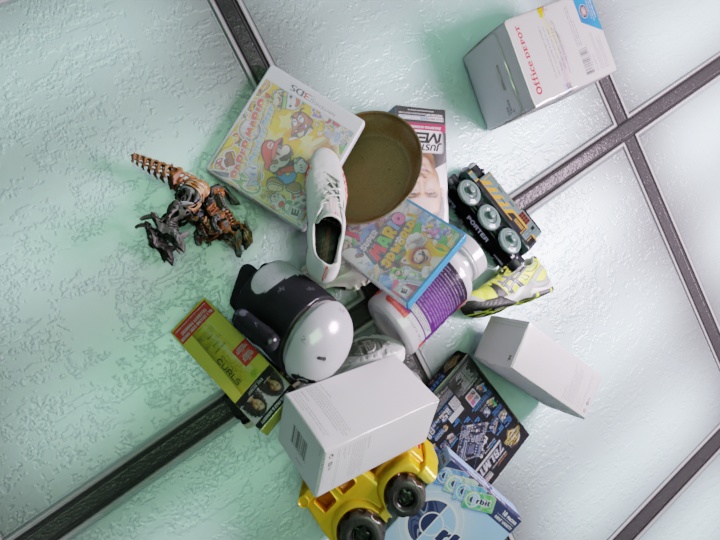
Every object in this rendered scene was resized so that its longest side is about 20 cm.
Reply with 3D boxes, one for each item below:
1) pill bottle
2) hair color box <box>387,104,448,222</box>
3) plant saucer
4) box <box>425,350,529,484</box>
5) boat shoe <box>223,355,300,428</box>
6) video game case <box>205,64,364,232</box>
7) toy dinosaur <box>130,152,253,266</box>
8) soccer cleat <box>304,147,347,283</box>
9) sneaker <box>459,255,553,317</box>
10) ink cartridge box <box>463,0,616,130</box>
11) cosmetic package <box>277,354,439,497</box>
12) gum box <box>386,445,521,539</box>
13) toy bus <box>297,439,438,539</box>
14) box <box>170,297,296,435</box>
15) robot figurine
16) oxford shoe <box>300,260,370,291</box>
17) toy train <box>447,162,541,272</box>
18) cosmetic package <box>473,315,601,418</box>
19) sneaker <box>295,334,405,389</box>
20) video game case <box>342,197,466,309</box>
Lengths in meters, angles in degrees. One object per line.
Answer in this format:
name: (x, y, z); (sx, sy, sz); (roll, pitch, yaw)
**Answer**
pill bottle: (0.115, 0.031, 0.892); (0.199, 0.111, 0.113); (-41, 100, -16)
hair color box: (0.094, -0.167, 0.920); (0.095, 0.060, 0.209); (-1, 89, -19)
plant saucer: (0.007, -0.157, 0.857); (0.193, 0.036, 0.208); (-7, 66, 16)
box: (0.170, 0.284, 0.932); (0.200, 0.049, 0.200); (-44, 104, -14)
boat shoe: (-0.119, 0.146, 0.823); (0.200, 0.073, 0.064); (-42, 108, -12)
video game case: (-0.114, -0.193, 0.841); (0.178, 0.023, 0.204); (30, 79, 2)
toy dinosaur: (-0.253, -0.087, 0.794); (0.197, 0.103, 0.138); (33, 62, 3)
soccer cleat: (-0.047, -0.086, 0.770); (0.066, 0.085, 0.208); (6, 75, -13)
sneaker: (0.253, 0.030, 0.970); (0.194, 0.075, 0.079); (-13, 77, -25)
ink cartridge box: (0.314, -0.368, 0.962); (0.195, 0.144, 0.152); (-25, 95, -18)
cosmetic package: (-0.001, 0.201, 0.732); (0.195, 0.107, 0.087); (-10, 126, -36)
gum box: (0.135, 0.418, 0.880); (0.169, 0.045, 0.201); (40, 97, -11)
toy bus: (-0.007, 0.290, 0.812); (0.199, 0.136, 0.193); (-42, 92, 7)
box: (-0.178, 0.134, 0.770); (0.199, 0.050, 0.075); (42, 75, 18)
robot figurine: (-0.100, 0.070, 0.764); (0.197, 0.127, 0.150); (34, 59, 27)
oxford shoe: (0.000, 0.000, 0.873); (0.193, 0.075, 0.060); (-13, 85, -12)
toy train: (0.227, -0.096, 0.945); (0.113, 0.085, 0.202); (-36, 84, -33)
cosmetic package: (0.307, 0.168, 0.937); (0.197, 0.107, 0.087); (35, 78, -23)
sneaker: (-0.013, 0.175, 0.855); (0.194, 0.078, 0.102); (-23, 110, 5)
video game case: (0.044, -0.049, 0.826); (0.198, 0.018, 0.143); (35, 73, 30)
